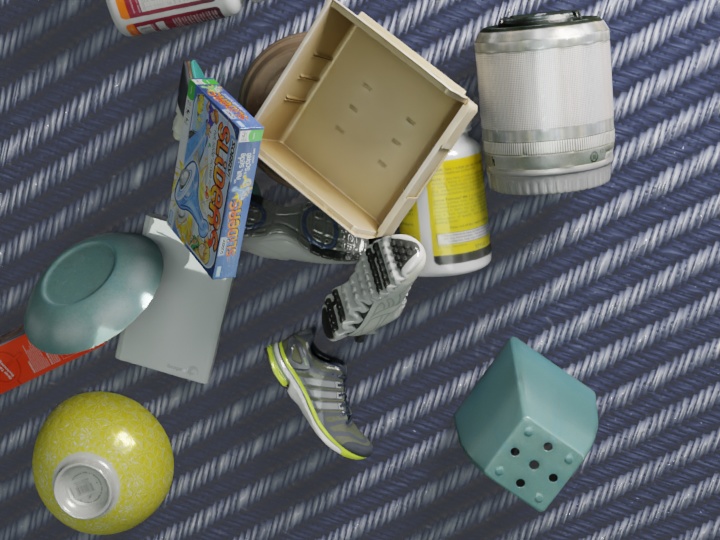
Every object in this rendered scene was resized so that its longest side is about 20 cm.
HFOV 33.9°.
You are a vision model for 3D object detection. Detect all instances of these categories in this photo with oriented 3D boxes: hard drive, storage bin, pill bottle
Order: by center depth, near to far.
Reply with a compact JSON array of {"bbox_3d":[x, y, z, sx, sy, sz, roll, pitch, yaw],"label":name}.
[{"bbox_3d":[0.000,-0.172,1.379,0.198,0.094,0.201,39,106,16],"label":"storage bin"},{"bbox_3d":[-0.204,-0.355,1.429,0.197,0.110,0.111,-10,103,6],"label":"pill bottle"},{"bbox_3d":[0.098,-0.102,1.464,0.113,0.114,0.203,-5,103,6],"label":"pill bottle"},{"bbox_3d":[-0.242,0.038,1.570,0.130,0.026,0.202,15,104,1],"label":"hard drive"}]

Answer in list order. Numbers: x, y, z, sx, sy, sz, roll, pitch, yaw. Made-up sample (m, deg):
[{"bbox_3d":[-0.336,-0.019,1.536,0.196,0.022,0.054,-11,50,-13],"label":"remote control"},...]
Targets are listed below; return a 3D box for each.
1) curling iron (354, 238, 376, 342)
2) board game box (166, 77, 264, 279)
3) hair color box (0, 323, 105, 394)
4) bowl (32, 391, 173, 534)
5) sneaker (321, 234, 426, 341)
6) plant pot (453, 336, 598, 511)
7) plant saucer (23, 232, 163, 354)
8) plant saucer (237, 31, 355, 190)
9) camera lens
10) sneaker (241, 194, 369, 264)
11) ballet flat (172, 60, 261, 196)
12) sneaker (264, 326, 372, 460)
[{"bbox_3d":[0.000,0.000,1.534,0.049,0.026,0.202,6,115,17],"label":"curling iron"},{"bbox_3d":[-0.177,-0.110,1.417,0.034,0.135,0.202,-8,125,-34],"label":"board game box"},{"bbox_3d":[-0.421,0.098,1.559,0.198,0.102,0.062,-26,101,9],"label":"hair color box"},{"bbox_3d":[-0.360,0.276,1.594,0.197,0.108,0.203,1,104,5],"label":"bowl"},{"bbox_3d":[0.029,0.022,1.467,0.080,0.076,0.200,9,146,-31],"label":"sneaker"},{"bbox_3d":[0.211,0.204,1.484,0.141,0.200,0.142,34,104,-3],"label":"plant pot"},{"bbox_3d":[-0.345,0.015,1.487,0.199,0.202,0.039,-21,133,9],"label":"plant saucer"},{"bbox_3d":[-0.059,-0.194,1.471,0.197,0.029,0.203,2,104,8],"label":"plant saucer"},{"bbox_3d":[0.220,-0.203,1.406,0.158,0.160,0.203,-5,103,6],"label":"camera lens"},{"bbox_3d":[-0.085,-0.046,1.499,0.197,0.087,0.075,14,67,3],"label":"sneaker"},{"bbox_3d":[-0.197,-0.163,1.497,0.072,0.073,0.202,-24,103,10],"label":"ballet flat"},{"bbox_3d":[-0.041,0.164,1.562,0.081,0.074,0.201,-36,100,8],"label":"sneaker"}]
